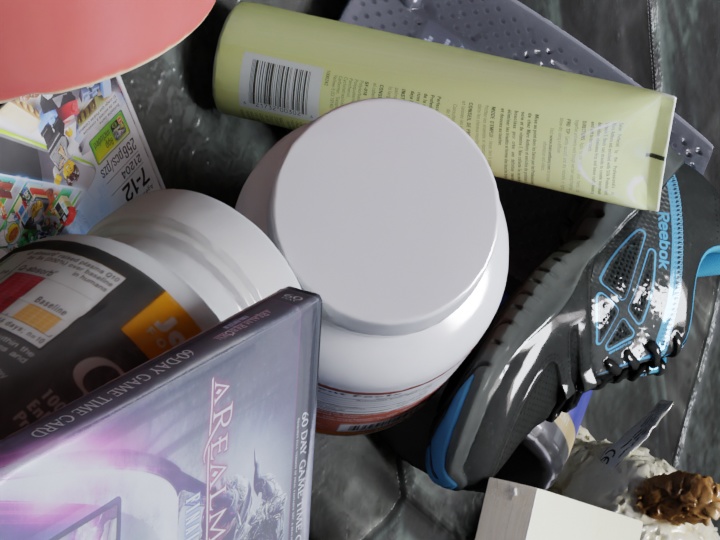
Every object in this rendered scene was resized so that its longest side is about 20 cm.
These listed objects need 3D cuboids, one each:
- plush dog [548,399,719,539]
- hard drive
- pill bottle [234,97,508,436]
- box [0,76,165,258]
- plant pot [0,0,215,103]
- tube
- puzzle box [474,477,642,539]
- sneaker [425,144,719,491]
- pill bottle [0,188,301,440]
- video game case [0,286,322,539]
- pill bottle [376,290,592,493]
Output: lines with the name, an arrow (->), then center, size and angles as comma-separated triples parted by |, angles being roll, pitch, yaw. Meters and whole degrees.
plush dog -> 0.169, 0.187, 1.056 | 0.172, 0.160, 0.201 | 50, 38, -26
hard drive -> 0.066, -0.062, 0.909 | 0.199, 0.042, 0.135 | 32, 62, -10
pill bottle -> 0.000, 0.000, 0.765 | 0.200, 0.111, 0.113 | 113, -8, -76
box -> -0.145, 0.005, 0.687 | 0.200, 0.035, 0.111 | -54, 137, -39
plant pot -> -0.121, -0.161, 0.574 | 0.200, 0.199, 0.178 | -46, 141, -44
tube -> 0.036, -0.071, 0.809 | 0.058, 0.199, 0.052 | -17, 121, -75
puzzle box -> 0.071, 0.199, 0.827 | 0.133, 0.025, 0.201 | 27, 76, -59
sneaker -> 0.104, 0.026, 0.832 | 0.200, 0.082, 0.073 | -51, -179, -22
pill bottle -> -0.106, 0.059, 0.617 | 0.200, 0.116, 0.117 | -43, 130, -46
video game case -> -0.073, 0.100, 0.555 | 0.200, 0.019, 0.144 | -28, 128, -54
pill bottle -> 0.083, 0.007, 0.980 | 0.112, 0.111, 0.201 | 55, 50, -46
